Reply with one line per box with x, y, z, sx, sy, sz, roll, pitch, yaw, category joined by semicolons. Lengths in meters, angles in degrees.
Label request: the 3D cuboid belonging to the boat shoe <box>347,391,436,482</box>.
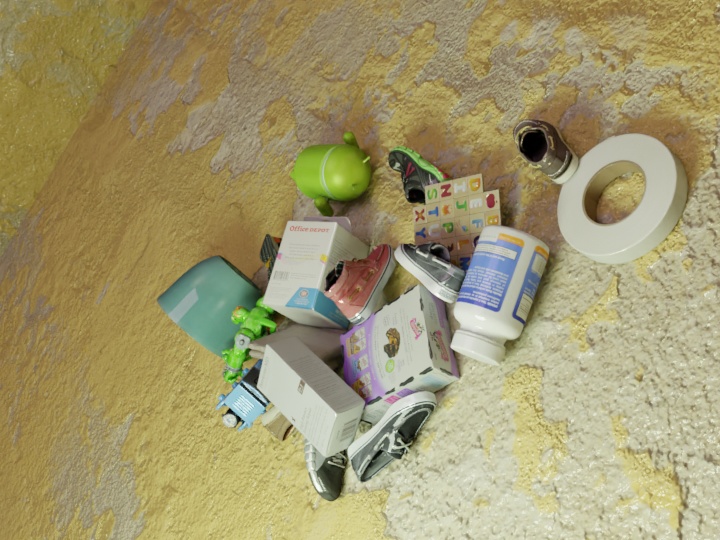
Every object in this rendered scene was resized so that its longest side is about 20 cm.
0.056;0.277;1.432;0.200;0.072;0.068;-43;44;23;boat shoe

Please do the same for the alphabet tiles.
0.166;-0.076;1.521;0.200;0.006;0.167;-8;82;47;alphabet tiles

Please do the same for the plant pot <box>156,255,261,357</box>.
-0.311;0.066;1.892;0.161;0.201;0.201;-48;38;-1;plant pot

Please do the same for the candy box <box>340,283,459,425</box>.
0.063;0.146;1.502;0.200;0.071;0.168;-34;45;32;candy box

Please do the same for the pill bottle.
0.211;0.040;1.361;0.112;0.112;0.201;12;77;51;pill bottle

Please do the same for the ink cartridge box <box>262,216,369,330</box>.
-0.079;-0.003;1.694;0.128;0.125;0.201;5;71;36;ink cartridge box

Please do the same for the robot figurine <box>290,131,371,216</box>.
-0.059;-0.204;1.814;0.200;0.116;0.176;9;70;51;robot figurine

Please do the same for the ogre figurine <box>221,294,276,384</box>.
-0.217;0.123;1.780;0.098;0.200;0.120;42;143;15;ogre figurine

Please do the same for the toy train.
-0.197;0.226;1.678;0.114;0.087;0.200;-45;2;29;toy train

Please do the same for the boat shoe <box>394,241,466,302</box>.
0.121;-0.015;1.482;0.068;0.072;0.200;-60;25;10;boat shoe

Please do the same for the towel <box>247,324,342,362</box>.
-0.112;0.147;1.662;0.200;0.132;0.035;8;113;50;towel

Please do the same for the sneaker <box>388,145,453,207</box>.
0.101;-0.173;1.644;0.084;0.077;0.200;-53;37;6;sneaker

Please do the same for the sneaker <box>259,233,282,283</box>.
-0.147;-0.007;1.818;0.070;0.090;0.200;-65;29;26;sneaker

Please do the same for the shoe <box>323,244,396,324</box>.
0.000;0.000;1.595;0.071;0.091;0.200;-29;25;41;shoe

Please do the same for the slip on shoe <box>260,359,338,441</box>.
-0.105;0.246;1.646;0.200;0.076;0.061;-42;73;17;slip on shoe

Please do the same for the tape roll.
0.388;-0.109;1.307;0.202;0.037;0.204;-27;51;38;tape roll

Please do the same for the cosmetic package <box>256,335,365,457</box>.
-0.088;0.212;1.495;0.200;0.074;0.102;37;126;34;cosmetic package

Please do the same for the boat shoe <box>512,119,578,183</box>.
0.291;-0.208;1.434;0.072;0.059;0.200;-53;26;19;boat shoe

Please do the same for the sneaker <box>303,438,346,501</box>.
-0.037;0.294;1.532;0.115;0.075;0.201;-25;58;22;sneaker
